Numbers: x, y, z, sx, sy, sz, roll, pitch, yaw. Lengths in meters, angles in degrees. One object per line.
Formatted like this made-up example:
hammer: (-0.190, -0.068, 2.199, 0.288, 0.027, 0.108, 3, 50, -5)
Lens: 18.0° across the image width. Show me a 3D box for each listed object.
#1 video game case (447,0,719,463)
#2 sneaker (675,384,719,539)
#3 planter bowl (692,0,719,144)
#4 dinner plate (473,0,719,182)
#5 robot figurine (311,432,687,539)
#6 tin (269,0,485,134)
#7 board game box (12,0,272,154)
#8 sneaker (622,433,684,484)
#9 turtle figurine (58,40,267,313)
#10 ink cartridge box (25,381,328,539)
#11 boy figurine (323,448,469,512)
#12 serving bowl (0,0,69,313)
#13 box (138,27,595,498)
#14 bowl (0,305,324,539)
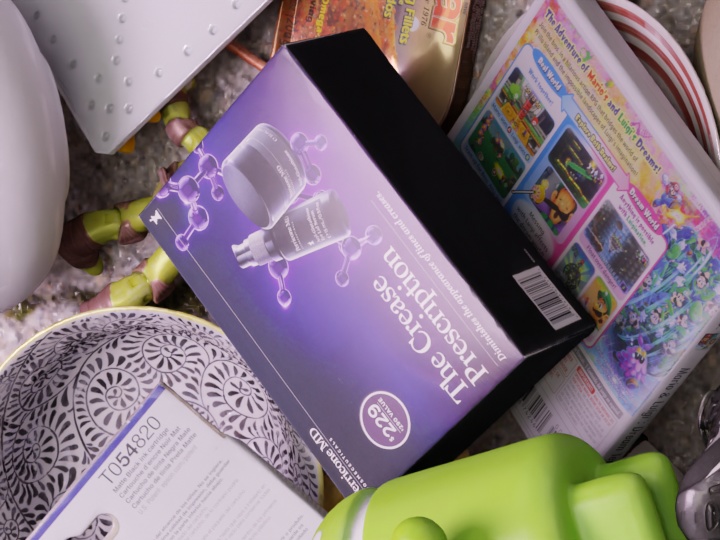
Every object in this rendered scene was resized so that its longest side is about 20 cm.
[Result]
video game case: (0.108, -0.017, 1.161, 0.182, 0.024, 0.201, -57, 50, 36)
sneaker: (0.195, 0.089, 1.112, 0.079, 0.200, 0.074, 9, 110, 29)
planter bowl: (0.250, -0.098, 1.107, 0.199, 0.135, 0.202, 1, 94, 21)
dinner plate: (0.123, -0.044, 1.182, 0.200, 0.024, 0.202, 7, 99, 54)
robot figurine: (0.059, 0.147, 1.086, 0.199, 0.175, 0.116, -18, 93, 25)
tin: (0.015, -0.154, 1.249, 0.111, 0.042, 0.201, 15, 98, 24)
board game box: (-0.118, -0.200, 1.281, 0.200, 0.026, 0.201, -41, 66, 21)
sneaker: (0.099, 0.158, 1.212, 0.199, 0.081, 0.115, -42, 71, 3)
turtle figurine: (-0.091, -0.022, 1.285, 0.161, 0.064, 0.201, -33, 81, 20)
ink cartridge box: (-0.092, 0.194, 1.196, 0.200, 0.041, 0.200, 41, 86, -5)
boy figurine: (0.017, 0.153, 1.255, 0.124, 0.064, 0.201, 29, 107, 20)
serving bowl: (-0.206, -0.075, 1.284, 0.065, 0.200, 0.201, -10, 89, -17)
box: (0.000, 0.000, 1.163, 0.200, 0.079, 0.141, 52, 126, 14)
bowl: (-0.115, 0.103, 1.271, 0.199, 0.094, 0.202, 1, 106, 4)
